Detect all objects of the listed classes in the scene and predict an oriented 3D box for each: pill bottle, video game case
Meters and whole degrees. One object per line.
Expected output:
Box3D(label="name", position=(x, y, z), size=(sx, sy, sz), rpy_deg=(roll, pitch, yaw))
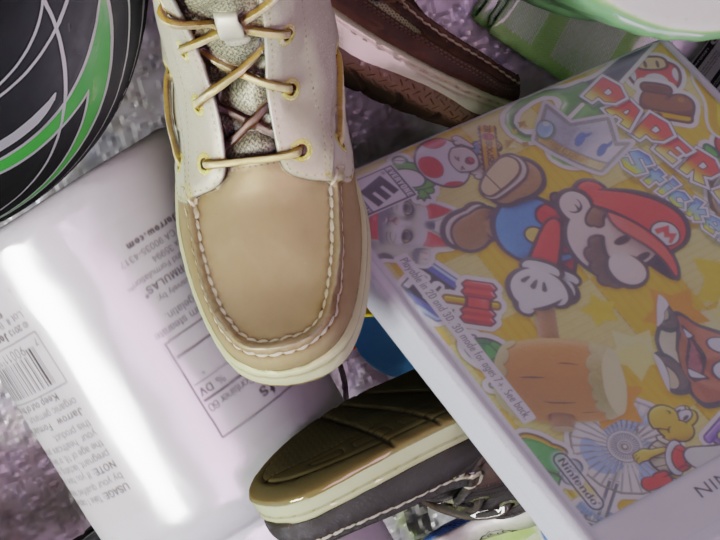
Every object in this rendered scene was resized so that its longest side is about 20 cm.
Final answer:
Box3D(label="pill bottle", position=(-0.070, 0.055, 0.804), size=(0.114, 0.114, 0.201), rpy_deg=(-32, 96, -6))
Box3D(label="video game case", position=(0.105, 0.010, 0.747), size=(0.181, 0.200, 0.023), rpy_deg=(-24, 148, -25))

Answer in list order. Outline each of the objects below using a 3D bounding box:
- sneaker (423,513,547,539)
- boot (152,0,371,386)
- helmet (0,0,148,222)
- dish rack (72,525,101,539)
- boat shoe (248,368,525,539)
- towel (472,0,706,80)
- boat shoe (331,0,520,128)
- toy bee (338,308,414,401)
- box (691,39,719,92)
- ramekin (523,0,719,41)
Box3D(label="sneaker", position=(0.117, 0.139, 0.897), size=(0.198, 0.077, 0.076), rpy_deg=(-7, 77, 23))
Box3D(label="boot", position=(-0.043, -0.075, 0.686), size=(0.071, 0.155, 0.202), rpy_deg=(-7, 66, 4))
Box3D(label="helmet", position=(-0.169, -0.106, 0.727), size=(0.190, 0.200, 0.201), rpy_deg=(-31, 113, -15))
Box3D(label="dish rack", position=(-0.074, 0.194, 0.878), size=(0.153, 0.054, 0.201), rpy_deg=(-35, 105, -40))
Box3D(label="boat shoe", position=(0.050, 0.065, 0.771), size=(0.200, 0.072, 0.067), rpy_deg=(-27, 107, -31))
Box3D(label="towel", position=(0.160, -0.160, 0.900), size=(0.149, 0.031, 0.201), rpy_deg=(29, 96, -22))
Box3D(label="boat shoe", position=(-0.010, -0.124, 0.837), size=(0.201, 0.075, 0.075), rpy_deg=(24, 89, -24))
Box3D(label="toy bee", position=(0.000, 0.000, 0.859), size=(0.109, 0.131, 0.200), rpy_deg=(42, 103, 1))
Box3D(label="box", position=(0.130, 0.000, 0.882), size=(0.035, 0.110, 0.201), rpy_deg=(29, 105, -29))
Box3D(label="ramekin", position=(0.128, -0.190, 0.813), size=(0.198, 0.098, 0.202), rpy_deg=(-6, 111, -15))
